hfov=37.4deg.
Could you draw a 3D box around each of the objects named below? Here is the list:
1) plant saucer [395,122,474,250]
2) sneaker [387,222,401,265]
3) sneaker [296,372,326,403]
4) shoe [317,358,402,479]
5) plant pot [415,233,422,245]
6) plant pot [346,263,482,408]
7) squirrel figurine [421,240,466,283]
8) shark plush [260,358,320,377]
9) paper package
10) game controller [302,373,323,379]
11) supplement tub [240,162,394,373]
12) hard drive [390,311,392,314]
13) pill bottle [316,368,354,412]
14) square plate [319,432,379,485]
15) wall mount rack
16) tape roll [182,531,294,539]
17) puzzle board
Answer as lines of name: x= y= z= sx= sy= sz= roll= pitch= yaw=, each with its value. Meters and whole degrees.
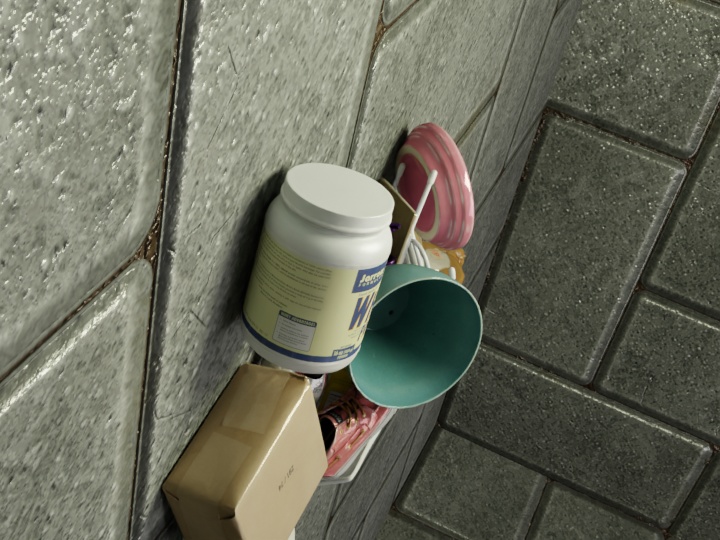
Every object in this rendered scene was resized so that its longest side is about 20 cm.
plant saucer: x=0.107 y=-0.126 z=1.649 sx=0.050 sy=0.201 sz=0.201 roll=-16 pitch=146 yaw=-18
sneaker: x=0.000 y=0.000 z=1.547 sx=0.074 sy=0.087 sz=0.201 roll=-51 pitch=160 yaw=-47
sneaker: x=-0.107 y=0.197 z=1.493 sx=0.203 sy=0.067 sz=0.108 roll=-67 pitch=171 yaw=15
shoe: x=-0.014 y=0.208 z=1.519 sx=0.201 sy=0.071 sz=0.091 roll=-54 pitch=153 yaw=0
plant pot: x=0.065 y=-0.015 z=1.794 sx=0.200 sy=0.027 sz=0.202 roll=-4 pitch=90 yaw=-70
plant pot: x=0.051 y=0.072 z=1.482 sx=0.135 sy=0.199 sz=0.201 roll=47 pitch=-57 yaw=55
squirrel figurine: x=0.118 y=0.037 z=2.048 sx=0.200 sy=0.141 sz=0.187 roll=-44 pitch=161 yaw=-56
shark plush: x=-0.095 y=0.067 z=1.404 sx=0.083 sy=0.090 sz=0.201 roll=130 pitch=-29 yaw=-55
paper package: x=-0.133 y=0.252 z=1.313 sx=0.191 sy=0.103 sz=0.201 roll=80 pitch=32 yaw=-45
game controller: x=-0.038 y=0.050 z=1.447 sx=0.104 sy=0.042 sz=0.201 roll=5 pitch=-105 yaw=65
supplement tub: x=-0.047 y=-0.003 z=1.189 sx=0.145 sy=0.144 sz=0.201 roll=-46 pitch=157 yaw=-59
hard drive: x=0.039 y=0.142 z=1.870 sx=0.042 sy=0.135 sz=0.201 roll=-26 pitch=145 yaw=-36
pill bottle: x=-0.048 y=0.175 z=1.612 sx=0.201 sy=0.109 sz=0.109 roll=-68 pitch=168 yaw=10
square plate: x=-0.048 y=0.278 z=1.680 sx=0.029 sy=0.199 sz=0.198 roll=60 pitch=38 yaw=-20
wall mount rack: x=0.078 y=-0.064 z=1.607 sx=0.200 sy=0.074 sz=0.175 roll=25 pitch=-48 yaw=65
tape roll: x=-0.163 y=0.378 z=1.434 sx=0.202 sy=0.037 sz=0.205 roll=-6 pitch=98 yaw=-54
puzzle board: x=0.028 y=-0.020 z=1.599 sx=0.151 sy=0.017 sz=0.201 roll=-127 pitch=-129 yaw=-59
